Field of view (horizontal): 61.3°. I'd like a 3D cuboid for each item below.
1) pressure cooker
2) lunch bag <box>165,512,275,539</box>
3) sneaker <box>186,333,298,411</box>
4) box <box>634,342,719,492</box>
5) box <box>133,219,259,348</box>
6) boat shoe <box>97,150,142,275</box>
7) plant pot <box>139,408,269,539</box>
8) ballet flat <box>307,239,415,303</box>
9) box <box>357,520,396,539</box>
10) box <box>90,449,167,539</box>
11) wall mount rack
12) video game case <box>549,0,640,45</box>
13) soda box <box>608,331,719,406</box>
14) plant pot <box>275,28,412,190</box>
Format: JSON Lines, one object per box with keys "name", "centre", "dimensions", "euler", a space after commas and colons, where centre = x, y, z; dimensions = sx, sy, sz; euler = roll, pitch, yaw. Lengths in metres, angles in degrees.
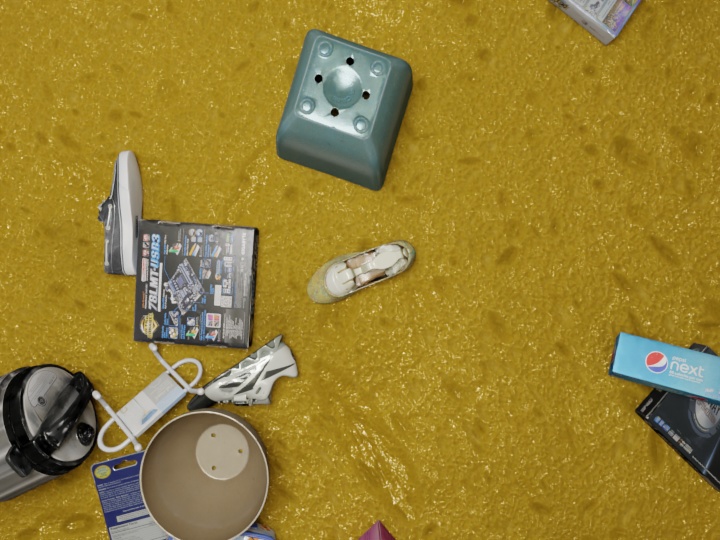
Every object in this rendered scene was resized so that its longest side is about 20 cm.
{"name": "pressure cooker", "centre": [-0.511, 0.244, 0.949], "dimensions": [0.196, 0.179, 0.179], "euler": [-24, 66, 11]}
{"name": "lunch bag", "centre": [-0.237, 0.485, 0.999], "dimensions": [0.195, 0.075, 0.164], "euler": [15, 88, -14]}
{"name": "sneaker", "centre": [-0.193, 0.197, 1.009], "dimensions": [0.197, 0.074, 0.090], "euler": [-32, 90, 1]}
{"name": "box", "centre": [0.596, 0.252, 1.033], "dimensions": [0.200, 0.044, 0.161], "euler": [43, 91, -1]}
{"name": "box", "centre": [-0.274, 0.022, 1.017], "dimensions": [0.193, 0.050, 0.206], "euler": [3, 92, 0]}
{"name": "boat shoe", "centre": [-0.401, -0.094, 1.006], "dimensions": [0.066, 0.072, 0.206], "euler": [1, 98, -2]}
{"name": "plant pot", "centre": [-0.237, 0.312, 0.981], "dimensions": [0.194, 0.134, 0.206], "euler": [0, 91, -1]}
{"name": "ballet flat", "centre": [0.000, 0.000, 1.011], "dimensions": [0.196, 0.071, 0.072], "euler": [-21, 91, 0]}
{"name": "box", "centre": [0.018, 0.565, 1.009], "dimensions": [0.200, 0.097, 0.176], "euler": [-43, 92, 0]}
{"name": "box", "centre": [-0.373, 0.408, 1.032], "dimensions": [0.118, 0.032, 0.205], "euler": [-13, 94, 0]}
{"name": "wall mount rack", "centre": [-0.327, 0.206, 0.954], "dimensions": [0.172, 0.076, 0.200], "euler": [28, 59, 36]}
{"name": "video game case", "centre": [0.403, -0.517, 1.013], "dimensions": [0.180, 0.045, 0.202], "euler": [36, 91, 0]}
{"name": "soda box", "centre": [0.513, 0.162, 0.984], "dimensions": [0.195, 0.064, 0.069], "euler": [14, 80, 19]}
{"name": "plant pot", "centre": [-0.025, -0.257, 0.938], "dimensions": [0.192, 0.200, 0.201], "euler": [18, 90, -1]}
